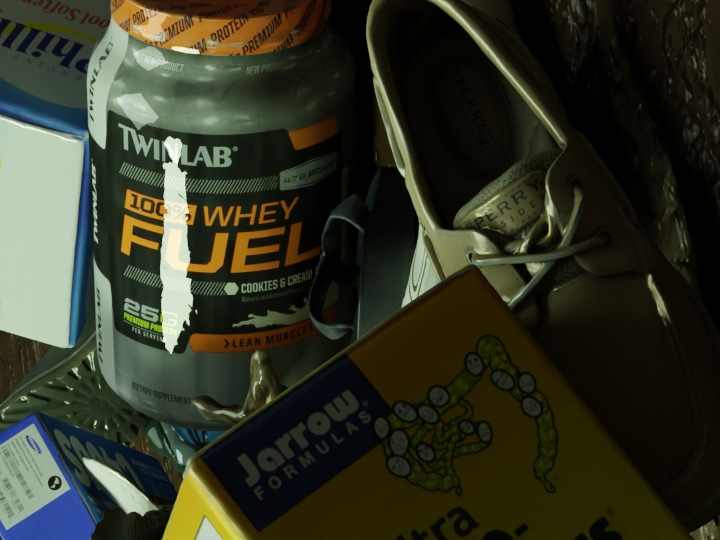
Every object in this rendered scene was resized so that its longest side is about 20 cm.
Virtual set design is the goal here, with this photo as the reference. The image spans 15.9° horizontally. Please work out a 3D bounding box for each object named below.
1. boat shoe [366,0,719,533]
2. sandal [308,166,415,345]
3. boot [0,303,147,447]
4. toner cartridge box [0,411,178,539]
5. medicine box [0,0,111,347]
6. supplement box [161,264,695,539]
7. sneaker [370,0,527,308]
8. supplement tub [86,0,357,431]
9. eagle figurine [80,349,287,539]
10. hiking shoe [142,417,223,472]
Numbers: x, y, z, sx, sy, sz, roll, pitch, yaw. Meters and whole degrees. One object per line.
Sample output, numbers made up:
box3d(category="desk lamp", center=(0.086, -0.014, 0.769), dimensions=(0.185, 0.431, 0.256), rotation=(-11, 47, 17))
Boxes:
box3d(category="boat shoe", center=(0.053, -0.007, 0.792), dimensions=(0.065, 0.072, 0.201), rotation=(42, -160, -56))
box3d(category="sandal", center=(0.000, -0.001, 1.023), dimensions=(0.200, 0.042, 0.077), rotation=(-79, -9, -84))
box3d(category="boot", center=(-0.146, 0.015, 1.407), dimensions=(0.073, 0.182, 0.200), rotation=(43, -166, -32))
box3d(category="toner cartridge box", center=(-0.118, 0.128, 1.212), dimensions=(0.095, 0.043, 0.200), rotation=(61, -175, 14))
box3d(category="medicine box", center=(-0.154, -0.099, 1.296), dimensions=(0.183, 0.102, 0.201), rotation=(103, -175, -54))
box3d(category="supplement box", center=(0.042, 0.121, 0.742), dimensions=(0.200, 0.109, 0.109), rotation=(52, 157, 11))
box3d(category="sneaker", center=(0.048, -0.040, 0.891), dimensions=(0.072, 0.072, 0.201), rotation=(-20, 60, 29))
box3d(category="supplement tub", center=(-0.062, -0.040, 1.162), dimensions=(0.123, 0.122, 0.201), rotation=(-123, 29, -58))
box3d(category="eagle figurine", center=(-0.045, 0.139, 1.067), dimensions=(0.151, 0.151, 0.201), rotation=(126, 157, -52))
box3d(category="hiking shoe", center=(-0.058, 0.074, 1.332), dimensions=(0.200, 0.074, 0.087), rotation=(48, 127, 56))
